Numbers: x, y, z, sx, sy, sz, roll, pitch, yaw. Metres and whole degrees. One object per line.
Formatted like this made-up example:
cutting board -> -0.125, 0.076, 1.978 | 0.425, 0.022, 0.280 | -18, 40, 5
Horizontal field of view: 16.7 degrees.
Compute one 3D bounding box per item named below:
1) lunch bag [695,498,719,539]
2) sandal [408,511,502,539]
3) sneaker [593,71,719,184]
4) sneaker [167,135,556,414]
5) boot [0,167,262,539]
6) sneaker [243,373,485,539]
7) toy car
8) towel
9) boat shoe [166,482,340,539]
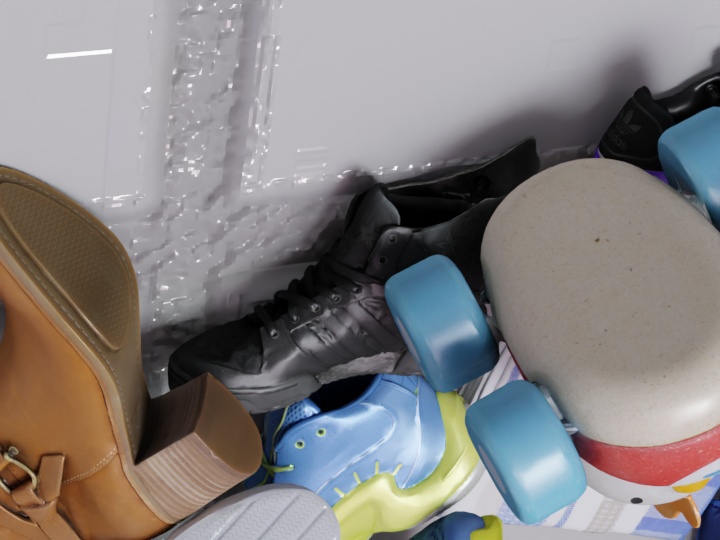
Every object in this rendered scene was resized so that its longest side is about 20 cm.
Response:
lunch bag -> 0.260, 0.213, 1.428 | 0.131, 0.136, 0.201 | -13, 130, -17
sandal -> 0.020, 0.183, 1.296 | 0.086, 0.080, 0.200 | 9, 149, -15
sneaker -> 0.209, -0.057, 1.239 | 0.199, 0.070, 0.100 | 0, 123, -27
sneaker -> 0.001, 0.002, 1.193 | 0.199, 0.060, 0.105 | -9, 121, -18
boot -> -0.161, 0.058, 1.149 | 0.154, 0.074, 0.200 | -27, 111, 28
sneaker -> -0.036, 0.109, 1.260 | 0.200, 0.076, 0.105 | -36, 114, 4
toy car -> 0.140, 0.062, 1.167 | 0.184, 0.177, 0.201 | -29, 135, -5
towel -> 0.134, 0.088, 1.346 | 0.199, 0.024, 0.147 | 10, 121, -32
boat shoe -> -0.097, 0.174, 1.182 | 0.200, 0.071, 0.072 | -40, 96, -9
